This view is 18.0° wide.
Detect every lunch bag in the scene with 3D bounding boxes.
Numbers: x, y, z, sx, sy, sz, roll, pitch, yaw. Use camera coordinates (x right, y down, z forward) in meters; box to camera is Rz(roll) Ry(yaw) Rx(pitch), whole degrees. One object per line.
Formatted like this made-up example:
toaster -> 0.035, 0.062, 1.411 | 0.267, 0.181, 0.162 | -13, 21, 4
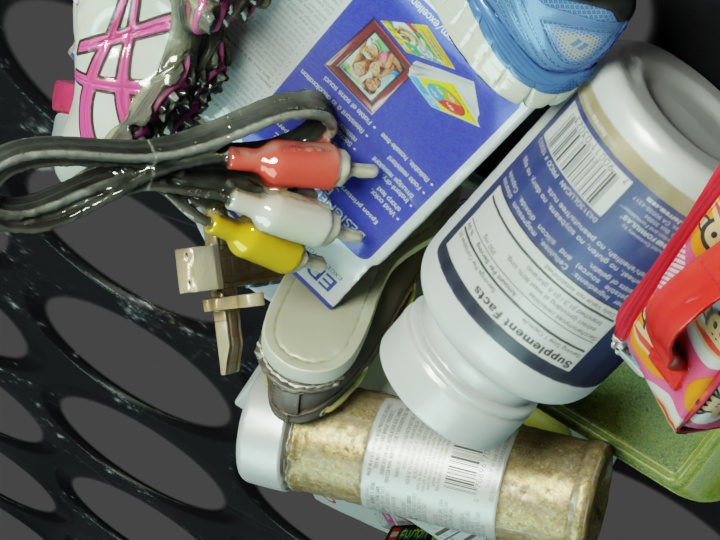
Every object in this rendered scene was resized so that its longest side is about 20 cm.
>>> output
lunch bag -> 0.197, -0.003, 0.990 | 0.082, 0.176, 0.200 | 61, 153, 22

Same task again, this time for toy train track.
toy train track -> -0.052, -0.005, 1.264 | 0.032, 0.115, 0.200 | -7, -179, 16

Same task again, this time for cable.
cable -> -0.083, -0.044, 1.090 | 0.050, 0.200, 0.097 | 59, 134, 39

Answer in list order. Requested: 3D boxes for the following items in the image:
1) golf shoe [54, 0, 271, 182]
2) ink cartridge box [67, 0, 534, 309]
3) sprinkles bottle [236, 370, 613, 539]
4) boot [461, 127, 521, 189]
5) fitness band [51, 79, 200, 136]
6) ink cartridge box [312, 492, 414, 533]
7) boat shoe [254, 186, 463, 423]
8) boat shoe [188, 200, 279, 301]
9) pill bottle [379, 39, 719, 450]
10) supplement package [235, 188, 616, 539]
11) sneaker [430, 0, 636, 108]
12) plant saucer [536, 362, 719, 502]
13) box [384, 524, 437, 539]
golf shoe -> -0.105, -0.122, 1.111 | 0.092, 0.073, 0.200 | 42, 124, 12
ink cartridge box -> -0.026, -0.107, 1.140 | 0.198, 0.047, 0.200 | 45, 136, -1
sprinkles bottle -> 0.034, 0.105, 1.245 | 0.199, 0.068, 0.068 | 12, 153, 15
boot -> -0.015, -0.094, 1.224 | 0.200, 0.068, 0.131 | 40, 140, 2
fitness band -> -0.096, -0.082, 1.354 | 0.200, 0.038, 0.143 | 16, -171, 39
ink cartridge box -> 0.054, 0.143, 1.654 | 0.200, 0.085, 0.145 | 23, 157, 23
boat shoe -> 0.000, 0.000, 1.259 | 0.072, 0.200, 0.060 | 22, 140, 9
boat shoe -> -0.039, -0.010, 1.493 | 0.200, 0.070, 0.066 | 41, -175, -17
pill bottle -> 0.100, -0.006, 1.108 | 0.111, 0.111, 0.200 | 36, 118, -10
supplement package -> 0.058, 0.060, 1.377 | 0.200, 0.152, 0.151 | 34, 159, -3
sneaker -> 0.049, -0.172, 1.024 | 0.200, 0.079, 0.089 | 45, 129, -7
plant saucer -> 0.148, 0.028, 1.214 | 0.199, 0.048, 0.200 | 31, 132, 3
box -> 0.104, 0.219, 1.592 | 0.110, 0.035, 0.200 | 39, 156, -21
